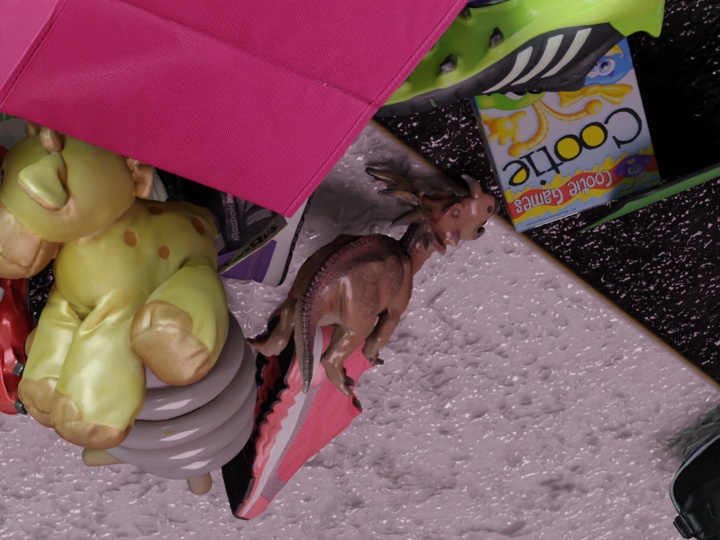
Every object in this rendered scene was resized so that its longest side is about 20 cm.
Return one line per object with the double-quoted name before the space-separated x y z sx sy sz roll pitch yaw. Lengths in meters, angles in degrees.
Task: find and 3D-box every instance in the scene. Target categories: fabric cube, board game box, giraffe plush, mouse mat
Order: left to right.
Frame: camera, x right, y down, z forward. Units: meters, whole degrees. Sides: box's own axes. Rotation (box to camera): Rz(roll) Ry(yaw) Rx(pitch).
"giraffe plush" -0.166 -0.017 1.391 0.200 0.172 0.162 -48 118 -10
"fabric cube" -0.084 -0.186 1.265 0.199 0.197 0.200 20 127 -30
"board game box" 0.113 -0.138 1.438 0.102 0.105 0.200 -19 137 3
"mouse mat" 0.230 -0.064 1.517 0.160 0.008 0.200 -22 176 -9

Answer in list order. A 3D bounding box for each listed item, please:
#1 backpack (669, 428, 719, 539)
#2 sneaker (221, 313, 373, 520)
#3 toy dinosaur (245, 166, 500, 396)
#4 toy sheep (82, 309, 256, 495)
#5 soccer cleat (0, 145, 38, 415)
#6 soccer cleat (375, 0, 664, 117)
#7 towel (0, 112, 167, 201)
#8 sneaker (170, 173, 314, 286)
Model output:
"backpack" 0.371 0.174 1.790 0.200 0.178 0.150 -45 152 22
"sneaker" -0.044 0.116 1.678 0.086 0.074 0.201 5 133 -23
"toy dinosaur" 0.000 0.000 1.523 0.086 0.200 0.136 36 125 12
"toy sheep" -0.136 0.080 1.575 0.137 0.138 0.201 -15 133 -1
"soccer cleat" -0.246 0.004 1.482 0.069 0.085 0.201 -38 135 -40
"soccer cleat" 0.088 -0.126 1.312 0.199 0.068 0.081 -23 139 -4
"towel" -0.216 -0.088 1.454 0.152 0.023 0.201 -14 139 0
"sneaker" -0.077 -0.066 1.482 0.087 0.076 0.201 6 133 -13
